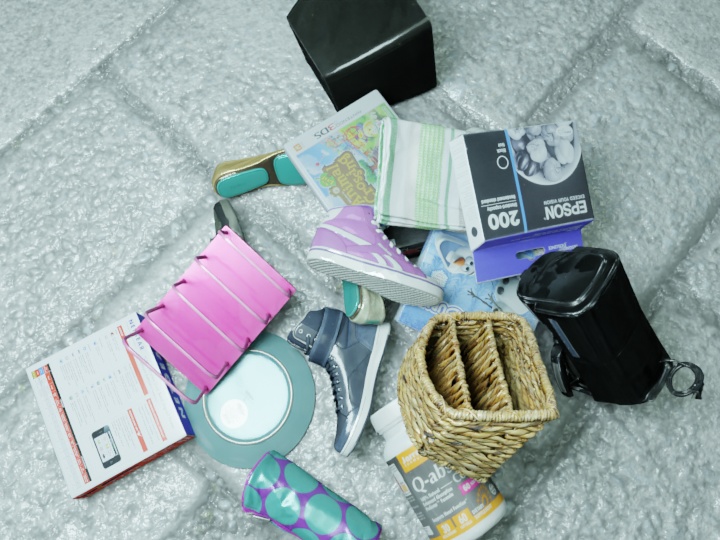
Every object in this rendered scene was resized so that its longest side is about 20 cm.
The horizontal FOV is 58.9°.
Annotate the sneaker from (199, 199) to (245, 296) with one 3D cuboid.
[{"bbox_3d":[-0.223,-0.009,0.974,0.112,0.076,0.203,-11,79,-10],"label":"sneaker"}]

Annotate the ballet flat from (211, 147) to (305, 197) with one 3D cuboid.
[{"bbox_3d":[-0.145,-0.171,1.032,0.196,0.069,0.064,-12,44,-6],"label":"ballet flat"}]

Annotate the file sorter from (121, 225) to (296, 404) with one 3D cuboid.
[{"bbox_3d":[-0.203,0.059,0.869,0.139,0.125,0.201,41,88,-5],"label":"file sorter"}]

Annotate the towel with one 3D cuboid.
[{"bbox_3d":[0.120,-0.130,0.895,0.196,0.031,0.153,6,84,-11],"label":"towel"}]

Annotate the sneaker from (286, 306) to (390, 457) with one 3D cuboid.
[{"bbox_3d":[-0.048,0.151,0.920,0.144,0.077,0.206,18,64,-7],"label":"sneaker"}]

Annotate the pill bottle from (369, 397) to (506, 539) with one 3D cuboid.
[{"bbox_3d":[0.102,0.266,0.874,0.115,0.117,0.202,-30,76,-9],"label":"pill bottle"}]

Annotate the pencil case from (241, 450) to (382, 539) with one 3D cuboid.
[{"bbox_3d":[-0.068,0.337,0.868,0.198,0.086,0.093,31,60,9],"label":"pencil case"}]

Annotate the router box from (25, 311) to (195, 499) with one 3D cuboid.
[{"bbox_3d":[-0.361,0.193,0.924,0.177,0.049,0.202,-26,75,-6],"label":"router box"}]

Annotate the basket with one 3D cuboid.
[{"bbox_3d":[0.138,0.134,0.816,0.141,0.150,0.201,28,30,-15],"label":"basket"}]

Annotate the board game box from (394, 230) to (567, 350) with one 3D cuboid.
[{"bbox_3d":[0.177,0.020,0.942,0.197,0.043,0.202,23,90,-6],"label":"board game box"}]

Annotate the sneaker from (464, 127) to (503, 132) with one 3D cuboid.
[{"bbox_3d":[0.226,-0.162,0.965,0.198,0.081,0.130,-18,39,-35],"label":"sneaker"}]

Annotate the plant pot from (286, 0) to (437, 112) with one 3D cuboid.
[{"bbox_3d":[-0.002,-0.371,1.032,0.176,0.200,0.202,-32,76,2],"label":"plant pot"}]

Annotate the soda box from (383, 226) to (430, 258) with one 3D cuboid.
[{"bbox_3d":[0.115,-0.069,0.996,0.196,0.071,0.064,-14,73,-5],"label":"soda box"}]

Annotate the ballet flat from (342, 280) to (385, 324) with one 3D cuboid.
[{"bbox_3d":[0.000,0.000,0.972,0.061,0.068,0.203,14,48,-26],"label":"ballet flat"}]

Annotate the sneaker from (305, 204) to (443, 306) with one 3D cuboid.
[{"bbox_3d":[0.034,-0.030,0.891,0.197,0.073,0.116,22,66,-3],"label":"sneaker"}]

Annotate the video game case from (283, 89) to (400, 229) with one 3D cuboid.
[{"bbox_3d":[0.007,-0.160,0.978,0.180,0.022,0.201,-33,74,-11],"label":"video game case"}]

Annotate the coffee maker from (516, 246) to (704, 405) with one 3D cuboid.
[{"bbox_3d":[0.332,0.072,0.858,0.190,0.201,0.136,-13,38,38],"label":"coffee maker"}]

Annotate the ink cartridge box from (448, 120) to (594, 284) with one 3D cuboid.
[{"bbox_3d":[0.233,-0.098,0.892,0.195,0.043,0.204,-11,90,-21],"label":"ink cartridge box"}]

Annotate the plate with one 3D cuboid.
[{"bbox_3d":[-0.165,0.187,0.943,0.196,0.026,0.204,0,74,-1],"label":"plate"}]
